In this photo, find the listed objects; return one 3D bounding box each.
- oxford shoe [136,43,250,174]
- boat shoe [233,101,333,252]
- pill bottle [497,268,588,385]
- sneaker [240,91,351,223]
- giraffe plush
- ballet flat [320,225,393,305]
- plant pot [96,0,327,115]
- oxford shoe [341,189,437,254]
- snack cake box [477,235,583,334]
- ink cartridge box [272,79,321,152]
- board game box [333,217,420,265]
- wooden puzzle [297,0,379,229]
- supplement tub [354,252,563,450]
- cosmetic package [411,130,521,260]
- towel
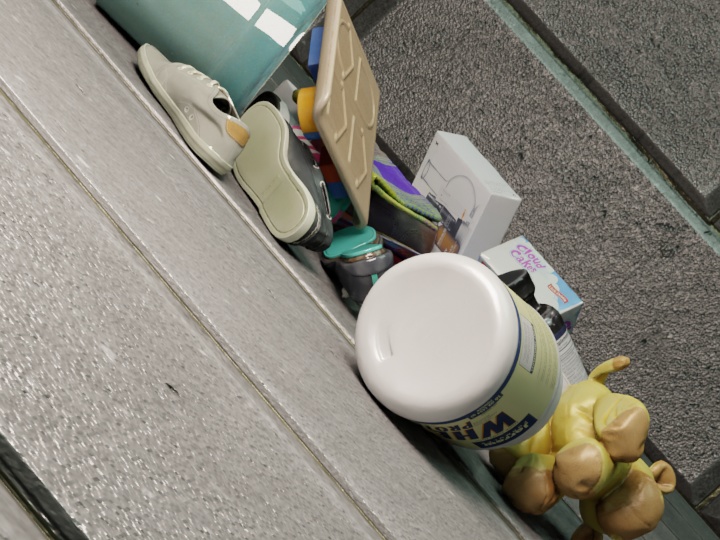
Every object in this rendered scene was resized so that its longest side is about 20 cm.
[{"bbox_3d":[-0.162,-0.168,1.617,0.075,0.058,0.200,37,10,-46],"label":"oxford shoe"},{"bbox_3d":[-0.071,-0.091,1.645,0.066,0.075,0.200,33,17,-41],"label":"boat shoe"},{"bbox_3d":[0.179,0.106,1.751,0.112,0.111,0.201,-88,153,-81],"label":"pill bottle"},{"bbox_3d":[-0.061,-0.110,1.793,0.121,0.084,0.200,37,19,-35],"label":"sneaker"},{"bbox_3d":[0.235,0.202,1.622,0.163,0.172,0.200,57,20,-19],"label":"giraffe plush"},{"bbox_3d":[0.000,0.000,1.682,0.073,0.073,0.200,46,1,-11],"label":"ballet flat"},{"bbox_3d":[-0.165,-0.284,1.770,0.196,0.201,0.200,38,8,-9],"label":"plant pot"},{"bbox_3d":[0.003,-0.073,1.921,0.200,0.073,0.071,33,-12,-25],"label":"oxford shoe"},{"bbox_3d":[0.179,0.070,1.928,0.115,0.067,0.201,52,-30,28],"label":"snack cake box"},{"bbox_3d":[-0.037,-0.116,2.000,0.200,0.083,0.147,43,9,-35],"label":"ink cartridge box"},{"bbox_3d":[0.037,0.005,1.881,0.199,0.039,0.158,25,-11,14],"label":"board game box"},{"bbox_3d":[-0.024,-0.171,1.696,0.200,0.046,0.186,71,20,-51],"label":"wooden puzzle"},{"bbox_3d":[0.093,0.077,1.442,0.145,0.145,0.200,51,7,27],"label":"supplement tub"},{"bbox_3d":[0.103,-0.046,2.007,0.051,0.201,0.151,9,28,-31],"label":"cosmetic package"},{"bbox_3d":[0.006,-0.131,1.877,0.143,0.023,0.200,30,16,-45],"label":"towel"}]
